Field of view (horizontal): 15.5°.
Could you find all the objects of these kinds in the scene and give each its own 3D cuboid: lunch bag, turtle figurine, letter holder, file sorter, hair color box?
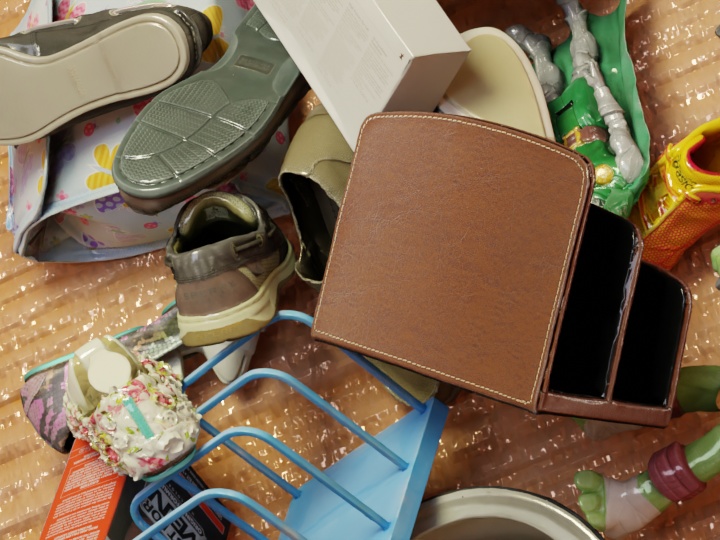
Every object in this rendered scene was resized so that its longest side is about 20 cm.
[{"bbox_3d":[-0.153,-0.104,1.716,0.199,0.127,0.170,-14,65,32],"label":"lunch bag"},{"bbox_3d":[0.194,0.063,1.437,0.193,0.200,0.144,-25,88,26],"label":"turtle figurine"},{"bbox_3d":[0.082,-0.007,1.453,0.200,0.100,0.143,16,95,51],"label":"letter holder"},{"bbox_3d":[-0.057,0.145,1.504,0.139,0.123,0.200,-37,24,41],"label":"file sorter"},{"bbox_3d":[-0.143,0.191,1.560,0.061,0.102,0.200,-20,33,27],"label":"hair color box"}]

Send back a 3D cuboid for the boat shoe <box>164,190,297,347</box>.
[{"bbox_3d":[-0.079,-0.016,1.559,0.071,0.201,0.066,-9,108,5],"label":"boat shoe"}]

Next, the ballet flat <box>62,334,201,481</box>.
[{"bbox_3d":[-0.138,0.070,1.538,0.076,0.064,0.200,-35,15,-12],"label":"ballet flat"}]

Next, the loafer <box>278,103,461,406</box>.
[{"bbox_3d":[0.000,0.000,1.578,0.076,0.201,0.067,-6,23,49],"label":"loafer"}]

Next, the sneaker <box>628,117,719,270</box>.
[{"bbox_3d":[0.182,-0.045,1.556,0.200,0.077,0.073,-36,61,16],"label":"sneaker"}]

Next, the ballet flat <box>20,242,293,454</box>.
[{"bbox_3d":[-0.118,0.054,1.668,0.199,0.069,0.071,-30,76,-1],"label":"ballet flat"}]

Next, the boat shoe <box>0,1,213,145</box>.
[{"bbox_3d":[-0.181,-0.122,1.641,0.199,0.057,0.067,-11,102,25],"label":"boat shoe"}]

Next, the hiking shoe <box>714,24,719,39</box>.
[{"bbox_3d":[0.243,-0.240,1.599,0.100,0.076,0.201,-10,68,19],"label":"hiking shoe"}]

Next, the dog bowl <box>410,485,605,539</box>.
[{"bbox_3d":[0.078,0.229,1.508,0.199,0.074,0.201,-10,67,23],"label":"dog bowl"}]

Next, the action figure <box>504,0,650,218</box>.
[{"bbox_3d":[0.131,-0.086,1.571,0.118,0.055,0.200,-43,36,27],"label":"action figure"}]

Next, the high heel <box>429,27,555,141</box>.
[{"bbox_3d":[0.056,-0.085,1.605,0.071,0.143,0.200,-29,55,-22],"label":"high heel"}]

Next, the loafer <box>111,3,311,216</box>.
[{"bbox_3d":[-0.073,-0.092,1.587,0.072,0.063,0.200,23,54,26],"label":"loafer"}]

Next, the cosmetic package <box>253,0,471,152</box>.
[{"bbox_3d":[-0.017,-0.171,1.551,0.200,0.050,0.083,57,138,26],"label":"cosmetic package"}]
